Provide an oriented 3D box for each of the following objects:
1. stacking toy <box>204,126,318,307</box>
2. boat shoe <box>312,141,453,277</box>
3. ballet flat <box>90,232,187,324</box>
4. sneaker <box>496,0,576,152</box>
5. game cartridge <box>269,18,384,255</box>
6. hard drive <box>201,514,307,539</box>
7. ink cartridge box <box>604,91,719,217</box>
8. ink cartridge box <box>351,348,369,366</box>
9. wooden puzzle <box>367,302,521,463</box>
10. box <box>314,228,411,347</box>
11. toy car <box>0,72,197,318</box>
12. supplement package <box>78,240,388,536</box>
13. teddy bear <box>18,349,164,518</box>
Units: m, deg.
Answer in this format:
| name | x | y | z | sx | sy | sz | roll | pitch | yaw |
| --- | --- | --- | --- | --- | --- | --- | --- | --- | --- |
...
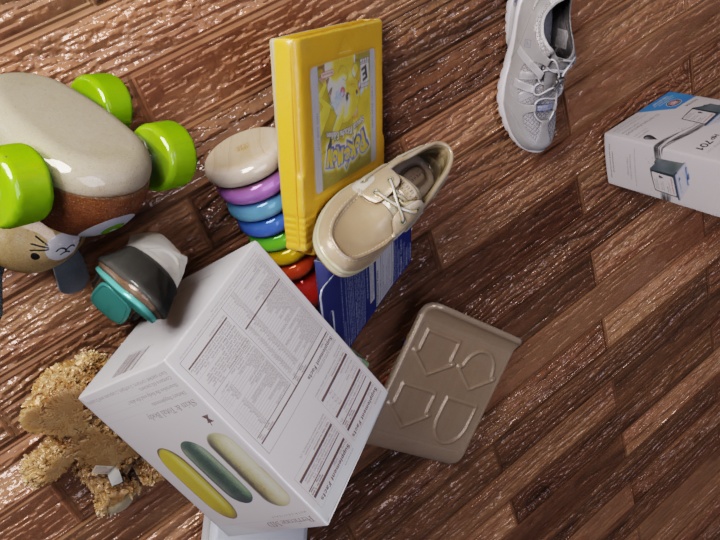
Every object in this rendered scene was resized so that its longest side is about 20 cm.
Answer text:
| name | x | y | z | sx | sy | sz | roll | pitch | yaw |
| --- | --- | --- | --- | --- | --- | --- | --- | --- | --- |
| stacking toy | -0.080 | -0.038 | 0.752 | 0.085 | 0.085 | 0.202 | -34 | 127 | -18 |
| boat shoe | 0.027 | -0.067 | 0.715 | 0.072 | 0.065 | 0.200 | 51 | 47 | -5 |
| ballet flat | -0.188 | 0.003 | 0.629 | 0.068 | 0.199 | 0.069 | 45 | 69 | -18 |
| sneaker | 0.210 | -0.233 | 0.868 | 0.074 | 0.082 | 0.202 | -20 | 118 | -26 |
| game cartridge | -0.023 | -0.133 | 0.730 | 0.176 | 0.032 | 0.203 | -39 | 132 | -54 |
| hard drive | -0.124 | 0.347 | 0.857 | 0.131 | 0.026 | 0.203 | 10 | 82 | -36 |
| ink cartridge box | 0.450 | -0.157 | 0.985 | 0.146 | 0.199 | 0.087 | -32 | 123 | -20 |
| ink cartridge box | -0.100 | 0.118 | 0.816 | 0.199 | 0.048 | 0.146 | 35 | 87 | -40 |
| wooden puzzle | 0.100 | 0.147 | 0.966 | 0.184 | 0.046 | 0.202 | 23 | 99 | -37 |
| box | 0.000 | 0.000 | 0.777 | 0.200 | 0.032 | 0.122 | -54 | 151 | -42 |
| toy car | -0.251 | -0.040 | 0.602 | 0.164 | 0.157 | 0.202 | -26 | 146 | -52 |
| supplement package | -0.109 | 0.114 | 0.679 | 0.200 | 0.151 | 0.151 | 50 | 44 | -19 |
| teddy bear | -0.254 | 0.160 | 0.726 | 0.145 | 0.067 | 0.200 | -44 | 133 | -1 |
